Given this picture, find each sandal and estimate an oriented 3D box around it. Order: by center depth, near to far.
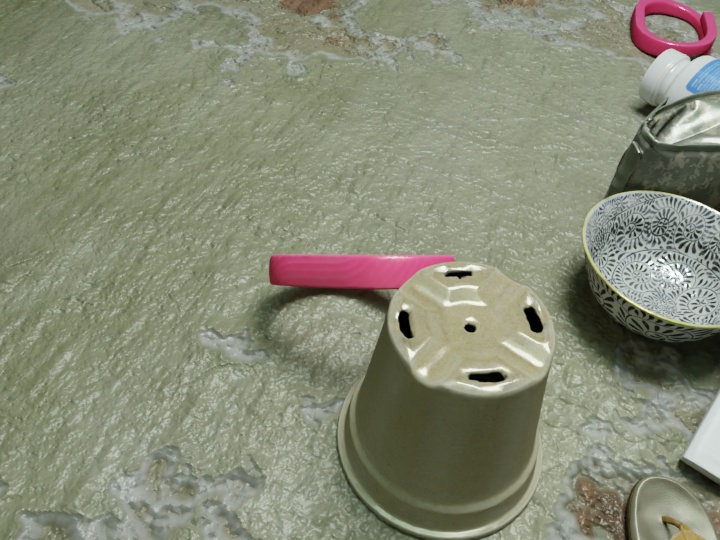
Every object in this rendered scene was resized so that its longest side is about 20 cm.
[{"bbox_3d":[0.266,0.258,0.543,0.080,0.054,0.201,10,47,5],"label":"sandal"}]

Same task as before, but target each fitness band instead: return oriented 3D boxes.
[{"bbox_3d":[0.000,0.000,0.685,0.199,0.038,0.143,0,-2,38],"label":"fitness band"},{"bbox_3d":[0.567,-0.443,1.225,0.142,0.038,0.201,13,47,8],"label":"fitness band"}]

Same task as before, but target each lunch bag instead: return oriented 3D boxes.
[{"bbox_3d":[0.394,-0.126,0.832,0.198,0.165,0.118,-10,54,-14],"label":"lunch bag"}]

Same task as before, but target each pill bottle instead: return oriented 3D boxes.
[{"bbox_3d":[0.516,-0.243,0.985,0.112,0.113,0.200,-28,56,-27],"label":"pill bottle"}]

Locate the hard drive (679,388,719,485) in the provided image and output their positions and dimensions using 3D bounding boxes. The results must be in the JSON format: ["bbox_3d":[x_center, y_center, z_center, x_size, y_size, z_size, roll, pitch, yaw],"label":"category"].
[{"bbox_3d":[0.414,0.132,0.636,0.131,0.027,0.201,32,78,23],"label":"hard drive"}]

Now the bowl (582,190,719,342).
[{"bbox_3d":[0.332,0.011,0.749,0.199,0.095,0.202,2,48,-3],"label":"bowl"}]

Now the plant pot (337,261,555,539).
[{"bbox_3d":[0.082,0.100,0.587,0.199,0.184,0.201,2,47,-3],"label":"plant pot"}]
